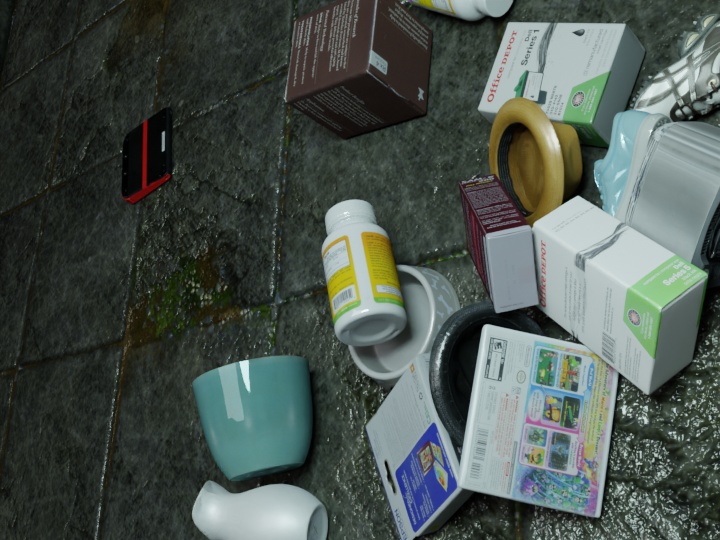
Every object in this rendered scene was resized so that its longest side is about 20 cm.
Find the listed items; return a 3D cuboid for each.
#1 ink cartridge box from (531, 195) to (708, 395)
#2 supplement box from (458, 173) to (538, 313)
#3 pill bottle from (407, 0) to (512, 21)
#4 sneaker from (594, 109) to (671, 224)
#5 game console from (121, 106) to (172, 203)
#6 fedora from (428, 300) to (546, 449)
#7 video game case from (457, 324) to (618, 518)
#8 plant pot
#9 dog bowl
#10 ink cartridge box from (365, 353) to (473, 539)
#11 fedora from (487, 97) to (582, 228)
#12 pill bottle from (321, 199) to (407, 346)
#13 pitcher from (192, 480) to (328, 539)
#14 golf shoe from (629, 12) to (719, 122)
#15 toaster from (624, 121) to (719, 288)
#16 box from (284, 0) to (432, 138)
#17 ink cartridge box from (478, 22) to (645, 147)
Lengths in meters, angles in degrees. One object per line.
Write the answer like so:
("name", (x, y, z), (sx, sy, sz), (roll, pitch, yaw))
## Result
("ink cartridge box", (0.303, 0.025, 0.947), (0.083, 0.148, 0.200), (-29, 45, -18))
("supplement box", (0.183, -0.042, 1.058), (0.059, 0.111, 0.201), (-11, 27, 1))
("pill bottle", (0.162, -0.477, 1.302), (0.199, 0.103, 0.106), (34, 97, 43))
("sneaker", (0.336, -0.105, 1.008), (0.081, 0.073, 0.205), (31, 115, 49))
("game console", (-0.515, -0.277, 1.901), (0.174, 0.031, 0.205), (-23, 61, 29))
("fedora", (0.169, 0.147, 1.045), (0.092, 0.195, 0.206), (136, 146, -77))
("video game case", (0.224, 0.186, 0.978), (0.177, 0.024, 0.205), (12, 79, 0))
("plant pot", (-0.166, 0.247, 1.275), (0.198, 0.199, 0.165), (-24, 68, 33))
("dog bowl", (0.060, 0.085, 1.218), (0.197, 0.058, 0.205), (-18, 62, 37))
("ink cartridge box", (0.085, 0.259, 1.122), (0.202, 0.046, 0.201), (117, 142, -46))
("fedora", (0.249, -0.145, 1.083), (0.200, 0.080, 0.206), (164, 91, -74))
("pill bottle", (0.000, 0.000, 1.187), (0.110, 0.110, 0.204), (-30, 56, 30))
("pitcher", (-0.148, 0.416, 1.249), (0.195, 0.174, 0.123), (0, 43, 23))
("golf shoe", (0.418, -0.225, 0.995), (0.094, 0.077, 0.202), (43, 106, 42))
("toaster", (0.395, -0.088, 0.911), (0.129, 0.111, 0.204), (42, 132, 46))
("box", (-0.002, -0.355, 1.363), (0.197, 0.164, 0.169), (-8, 68, 39))
("ink cartridge box", (0.284, -0.271, 1.127), (0.198, 0.084, 0.149), (17, 86, 44))
